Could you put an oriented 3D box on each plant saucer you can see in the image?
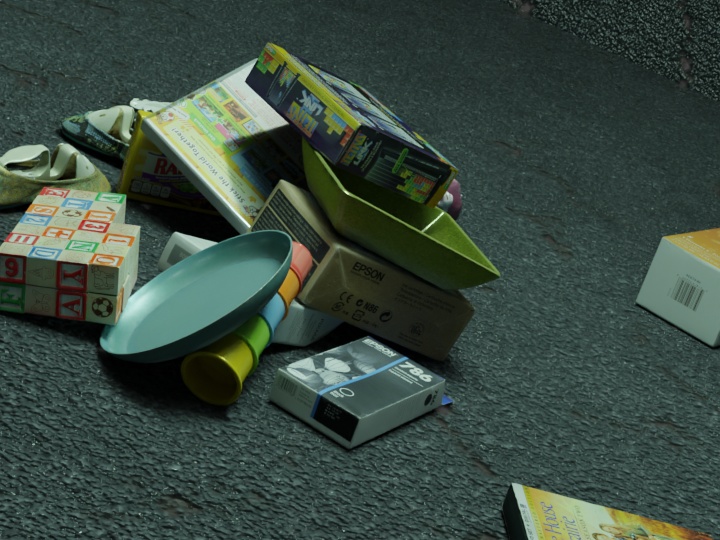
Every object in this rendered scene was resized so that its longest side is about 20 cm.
[{"bbox_3d":[-0.146,0.028,1.482,0.200,0.027,0.200,-25,20,10],"label":"plant saucer"},{"bbox_3d":[0.029,-0.052,1.682,0.200,0.048,0.200,27,12,-23],"label":"plant saucer"}]

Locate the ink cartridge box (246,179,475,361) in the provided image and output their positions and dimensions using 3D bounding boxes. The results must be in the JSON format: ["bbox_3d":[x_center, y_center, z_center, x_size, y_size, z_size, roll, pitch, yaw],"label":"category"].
[{"bbox_3d":[0.000,0.000,1.698,0.200,0.075,0.165,24,16,-36],"label":"ink cartridge box"}]

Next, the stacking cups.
[{"bbox_3d":[-0.102,0.043,1.506,0.060,0.061,0.200,22,38,7],"label":"stacking cups"}]

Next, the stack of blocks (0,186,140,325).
[{"bbox_3d":[-0.274,-0.018,1.561,0.115,0.059,0.200,7,21,-1],"label":"stack of blocks"}]

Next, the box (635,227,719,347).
[{"bbox_3d":[0.471,0.018,2.096,0.124,0.098,0.200,32,24,31],"label":"box"}]

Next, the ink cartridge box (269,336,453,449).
[{"bbox_3d":[0.009,0.110,1.547,0.099,0.039,0.200,28,22,24],"label":"ink cartridge box"}]

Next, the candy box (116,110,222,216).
[{"bbox_3d":[-0.173,-0.116,1.861,0.199,0.102,0.026,10,19,-22],"label":"candy box"}]

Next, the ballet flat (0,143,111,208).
[{"bbox_3d":[-0.339,-0.106,1.745,0.071,0.071,0.200,32,24,30],"label":"ballet flat"}]

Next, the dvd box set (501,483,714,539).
[{"bbox_3d":[0.227,0.254,1.389,0.199,0.029,0.146,16,21,-10],"label":"dvd box set"}]

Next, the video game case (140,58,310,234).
[{"bbox_3d":[-0.116,-0.135,1.810,0.200,0.023,0.182,46,53,14],"label":"video game case"}]

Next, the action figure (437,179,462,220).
[{"bbox_3d":[0.039,-0.064,1.949,0.134,0.149,0.200,25,42,12],"label":"action figure"}]

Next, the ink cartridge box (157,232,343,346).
[{"bbox_3d":[-0.094,0.027,1.683,0.160,0.047,0.200,31,7,30],"label":"ink cartridge box"}]

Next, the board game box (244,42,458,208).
[{"bbox_3d":[-0.011,-0.158,1.757,0.165,0.057,0.200,19,19,-43],"label":"board game box"}]

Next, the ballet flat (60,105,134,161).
[{"bbox_3d":[-0.274,-0.161,1.936,0.200,0.074,0.074,27,22,21],"label":"ballet flat"}]

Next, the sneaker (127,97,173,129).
[{"bbox_3d":[-0.234,-0.165,2.001,0.115,0.076,0.201,1,18,-19],"label":"sneaker"}]
